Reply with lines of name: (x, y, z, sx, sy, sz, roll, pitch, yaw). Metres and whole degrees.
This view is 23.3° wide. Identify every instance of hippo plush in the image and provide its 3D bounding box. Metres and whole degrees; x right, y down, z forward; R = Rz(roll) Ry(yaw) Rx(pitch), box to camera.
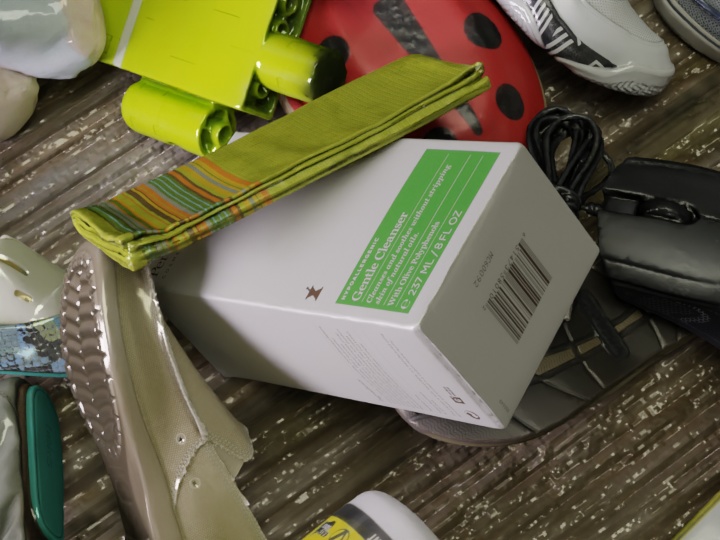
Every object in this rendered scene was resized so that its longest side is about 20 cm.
hippo plush: (-0.236, -0.160, 0.887, 0.199, 0.161, 0.160, 33, 103, 9)

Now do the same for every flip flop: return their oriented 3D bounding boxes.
flip flop: (0.100, 0.037, 0.902, 0.199, 0.058, 0.081, -25, 79, -27)

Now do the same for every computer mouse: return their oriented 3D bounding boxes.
computer mouse: (0.175, -0.008, 0.886, 0.199, 0.053, 0.139, 21, 54, -12)

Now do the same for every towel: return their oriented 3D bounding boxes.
towel: (-0.039, -0.059, 0.832, 0.199, 0.086, 0.018, -28, 116, -19)

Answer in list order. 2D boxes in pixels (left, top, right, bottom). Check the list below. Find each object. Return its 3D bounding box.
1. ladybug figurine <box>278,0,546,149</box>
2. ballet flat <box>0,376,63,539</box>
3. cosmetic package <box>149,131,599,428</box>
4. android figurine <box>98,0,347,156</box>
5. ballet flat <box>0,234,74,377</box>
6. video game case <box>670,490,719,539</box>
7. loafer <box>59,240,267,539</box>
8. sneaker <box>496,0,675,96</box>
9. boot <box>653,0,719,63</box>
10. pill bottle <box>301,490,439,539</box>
ladybug figurine: (0.026, -0.110, 0.944, 0.135, 0.072, 0.200, -35, 74, -13)
ballet flat: (-0.168, 0.141, 0.836, 0.063, 0.068, 0.201, -19, 50, 3)
cosmetic package: (0.000, 0.000, 0.839, 0.199, 0.085, 0.108, 6, 58, 44)
android figurine: (-0.082, -0.156, 0.939, 0.199, 0.041, 0.183, 20, 94, 33)
ballet flat: (-0.203, 0.014, 0.889, 0.198, 0.074, 0.075, 1, 69, -1)
video game case: (0.275, 0.159, 0.870, 0.181, 0.026, 0.200, -41, 75, -15)
loafer: (-0.093, 0.077, 0.855, 0.068, 0.076, 0.201, -18, 101, -25)
sneaker: (0.113, -0.190, 0.936, 0.200, 0.075, 0.115, 42, 115, 0)
boot: (0.259, -0.142, 0.948, 0.199, 0.090, 0.073, 24, 71, 8)
pill bottle: (-0.036, 0.203, 0.803, 0.200, 0.113, 0.113, -38, 74, -13)
